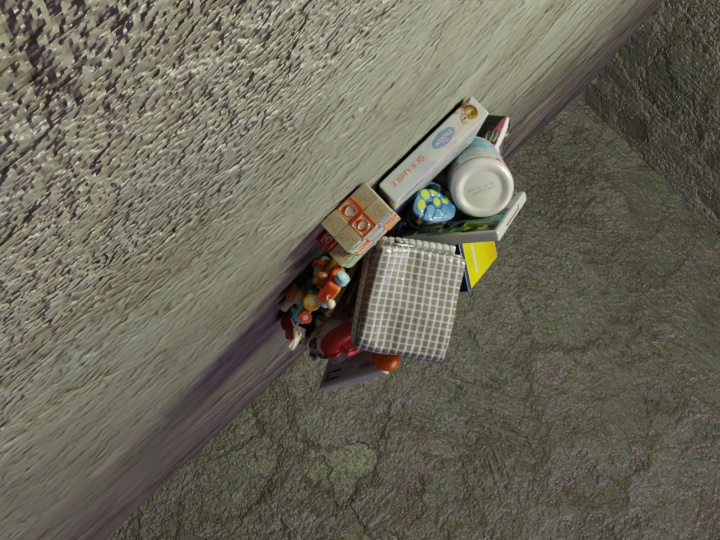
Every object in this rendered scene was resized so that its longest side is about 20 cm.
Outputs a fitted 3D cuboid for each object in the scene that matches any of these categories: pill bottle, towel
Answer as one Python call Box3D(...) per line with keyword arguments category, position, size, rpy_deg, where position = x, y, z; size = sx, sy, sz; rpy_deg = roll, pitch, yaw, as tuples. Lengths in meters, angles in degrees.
Box3D(category="pill bottle", position=(0.207, -0.180, 1.459), size=(0.109, 0.109, 0.200), rpy_deg=(-45, -161, 18))
Box3D(category="towel", position=(0.080, 0.048, 1.355), size=(0.086, 0.165, 0.201), rpy_deg=(-123, -137, -76))

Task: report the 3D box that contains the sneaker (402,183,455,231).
Box3D(category="sneaker", position=(0.115, -0.098, 1.384), size=(0.083, 0.071, 0.200), rpy_deg=(-50, -179, 14))

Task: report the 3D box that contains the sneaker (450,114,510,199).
Box3D(category="sneaker", position=(0.251, -0.216, 1.612), size=(0.086, 0.080, 0.200), rpy_deg=(12, 109, -44))

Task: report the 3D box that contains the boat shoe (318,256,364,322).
Box3D(category="boat shoe", position=(-0.002, 0.001, 1.435), size=(0.203, 0.075, 0.075), rpy_deg=(-63, -168, -18))

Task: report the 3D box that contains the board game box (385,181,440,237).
Box3D(category="board game box", position=(0.089, -0.090, 1.578), size=(0.200, 0.045, 0.152), rpy_deg=(-34, 144, -64))

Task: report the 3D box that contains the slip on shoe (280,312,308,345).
Box3D(category="slip on shoe", position=(-0.132, 0.102, 1.611), size=(0.200, 0.061, 0.074), rpy_deg=(91, 10, -70))

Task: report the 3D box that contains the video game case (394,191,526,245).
Box3D(category="video game case", position=(0.181, -0.091, 1.453), size=(0.200, 0.022, 0.182), rpy_deg=(-4, -155, 29))

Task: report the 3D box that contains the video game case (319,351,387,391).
Box3D(category="video game case", position=(0.007, 0.147, 1.625), size=(0.200, 0.022, 0.183), rpy_deg=(-25, -142, 47))

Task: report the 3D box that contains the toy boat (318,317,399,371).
Box3D(category="toy boat", position=(0.032, 0.124, 1.466), size=(0.200, 0.131, 0.131), rpy_deg=(-31, 159, 3))

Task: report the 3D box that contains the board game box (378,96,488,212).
Box3D(category="board game box", position=(0.113, -0.179, 1.314), size=(0.200, 0.041, 0.200), rpy_deg=(-44, 177, -2))

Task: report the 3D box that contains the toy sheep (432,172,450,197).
Box3D(category="toy sheep", position=(0.205, -0.168, 1.706), size=(0.200, 0.138, 0.138), rpy_deg=(-40, 175, -13))

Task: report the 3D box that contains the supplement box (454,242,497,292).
Box3D(category="supplement box", position=(0.177, -0.040, 1.537), size=(0.109, 0.110, 0.200), rpy_deg=(-6, -163, 27))

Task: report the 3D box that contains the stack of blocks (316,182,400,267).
Box3D(category="stack of blocks", position=(-0.005, -0.065, 1.214), size=(0.115, 0.059, 0.200), rpy_deg=(-44, 176, 4))

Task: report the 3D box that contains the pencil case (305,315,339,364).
Box3D(category="pencil case", position=(-0.058, 0.096, 1.659), size=(0.200, 0.078, 0.090), rpy_deg=(-78, 159, -48))

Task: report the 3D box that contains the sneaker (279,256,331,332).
Box3D(category="sneaker", position=(-0.048, 0.037, 1.504), size=(0.200, 0.100, 0.070), rpy_deg=(-43, 178, -11))

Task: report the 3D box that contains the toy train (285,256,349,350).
Box3D(category="toy train", position=(-0.082, 0.039, 1.345), size=(0.200, 0.056, 0.150), rpy_deg=(-50, -166, 39))
